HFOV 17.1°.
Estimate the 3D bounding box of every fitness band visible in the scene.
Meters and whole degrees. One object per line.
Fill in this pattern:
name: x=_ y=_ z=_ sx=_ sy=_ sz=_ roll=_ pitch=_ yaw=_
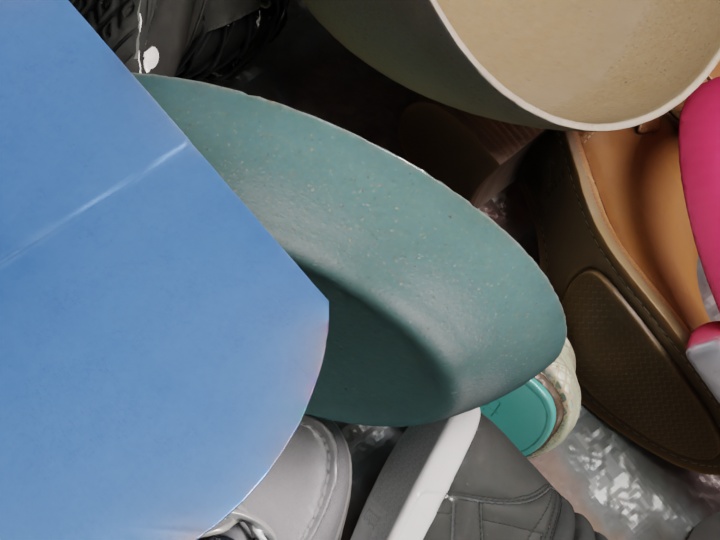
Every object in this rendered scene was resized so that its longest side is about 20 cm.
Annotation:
fitness band: x=0.180 y=0.011 z=0.940 sx=0.200 sy=0.037 sz=0.144 roll=51 pitch=42 yaw=-32

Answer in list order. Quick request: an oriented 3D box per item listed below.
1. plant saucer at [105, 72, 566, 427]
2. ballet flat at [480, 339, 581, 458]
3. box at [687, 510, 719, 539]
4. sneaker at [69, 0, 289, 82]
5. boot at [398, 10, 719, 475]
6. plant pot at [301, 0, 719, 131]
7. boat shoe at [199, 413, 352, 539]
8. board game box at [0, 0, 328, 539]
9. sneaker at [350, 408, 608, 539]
plant saucer: x=-0.031 y=0.004 z=0.807 sx=0.200 sy=0.200 sz=0.036 roll=28 pitch=67 yaw=-11
ballet flat: x=0.000 y=0.000 z=0.912 sx=0.200 sy=0.067 sz=0.062 roll=39 pitch=31 yaw=-9
box: x=0.150 y=0.189 z=0.867 sx=0.124 sy=0.097 sz=0.200 roll=38 pitch=59 yaw=-5
sneaker: x=-0.066 y=-0.101 z=0.870 sx=0.091 sy=0.076 sz=0.200 roll=36 pitch=26 yaw=-20
boot: x=0.127 y=-0.030 z=0.967 sx=0.155 sy=0.074 sz=0.200 roll=-36 pitch=89 yaw=-36
plant pot: x=0.038 y=-0.150 z=0.892 sx=0.200 sy=0.134 sz=0.201 roll=-1 pitch=91 yaw=-42
boat shoe: x=-0.060 y=0.111 z=0.820 sx=0.072 sy=0.069 sz=0.200 roll=46 pitch=55 yaw=1
board game box: x=-0.113 y=0.010 z=0.711 sx=0.158 sy=0.039 sz=0.200 roll=-35 pitch=74 yaw=-25
sneaker: x=0.028 y=0.147 z=0.846 sx=0.099 sy=0.071 sz=0.200 roll=35 pitch=61 yaw=-11
